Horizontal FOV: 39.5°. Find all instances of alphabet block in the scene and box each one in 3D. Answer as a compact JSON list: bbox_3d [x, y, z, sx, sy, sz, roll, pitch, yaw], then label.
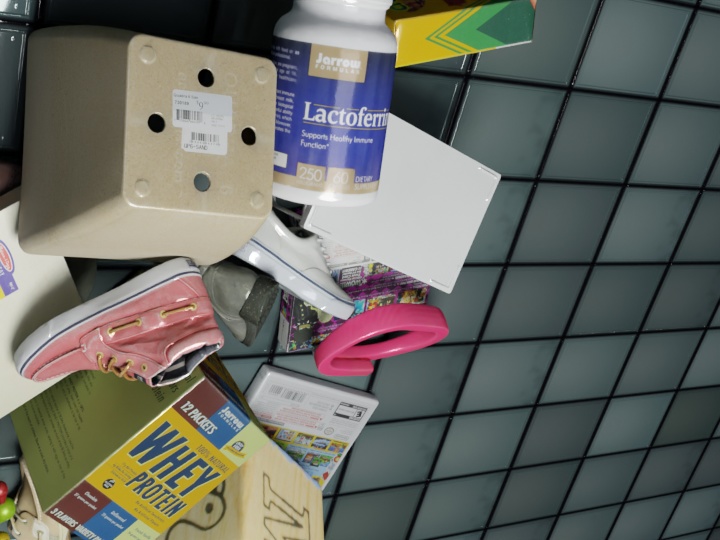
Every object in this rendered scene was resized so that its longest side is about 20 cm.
[{"bbox_3d":[-0.162,0.333,1.188,0.193,0.202,0.197,-23,135,18],"label":"alphabet block"}]

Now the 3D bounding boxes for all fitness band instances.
[{"bbox_3d":[0.025,0.083,1.227,0.143,0.038,0.199,-32,160,27],"label":"fitness band"}]

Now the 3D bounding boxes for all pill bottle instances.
[{"bbox_3d":[-0.028,-0.167,0.903,0.114,0.115,0.204,-2,108,-31],"label":"pill bottle"}]

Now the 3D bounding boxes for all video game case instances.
[{"bbox_3d":[0.000,0.000,1.218,0.197,0.036,0.184,-11,125,-27],"label":"video game case"},{"bbox_3d":[-0.093,0.221,1.318,0.198,0.023,0.184,20,107,-41],"label":"video game case"}]

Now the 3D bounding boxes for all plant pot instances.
[{"bbox_3d":[-0.174,-0.111,0.881,0.197,0.176,0.204,4,88,-34],"label":"plant pot"}]

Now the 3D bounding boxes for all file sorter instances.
[{"bbox_3d":[0.020,-0.086,1.084,0.198,0.124,0.141,23,91,-32],"label":"file sorter"}]

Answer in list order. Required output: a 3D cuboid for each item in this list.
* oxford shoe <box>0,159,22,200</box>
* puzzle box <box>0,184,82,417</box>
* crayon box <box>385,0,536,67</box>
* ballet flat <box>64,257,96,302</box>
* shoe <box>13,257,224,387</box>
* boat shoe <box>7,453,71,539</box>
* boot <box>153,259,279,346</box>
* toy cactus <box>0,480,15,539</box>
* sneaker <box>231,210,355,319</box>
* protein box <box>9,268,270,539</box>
[{"bbox_3d":[-0.355,-0.009,0.960,0.072,0.071,0.203,-3,121,-33],"label":"oxford shoe"},{"bbox_3d":[-0.333,0.034,0.944,0.132,0.025,0.202,-33,132,-27],"label":"puzzle box"},{"bbox_3d":[0.063,-0.260,1.019,0.197,0.127,0.052,-16,128,-24],"label":"crayon box"},{"bbox_3d":[-0.335,0.067,1.029,0.200,0.064,0.067,-47,133,3],"label":"ballet flat"},{"bbox_3d":[-0.225,0.074,0.935,0.198,0.092,0.072,-28,162,2],"label":"shoe"},{"bbox_3d":[-0.373,0.286,1.151,0.064,0.072,0.202,-16,133,-24],"label":"boat shoe"},{"bbox_3d":[-0.158,0.015,1.096,0.129,0.200,0.068,28,74,-1],"label":"boot"},{"bbox_3d":[-0.463,0.316,1.105,0.198,0.102,0.166,-31,144,-18],"label":"toy cactus"},{"bbox_3d":[-0.061,-0.007,1.104,0.199,0.072,0.072,37,80,-48],"label":"sneaker"},{"bbox_3d":[-0.239,0.150,1.054,0.199,0.199,0.135,-40,135,-3],"label":"protein box"}]
